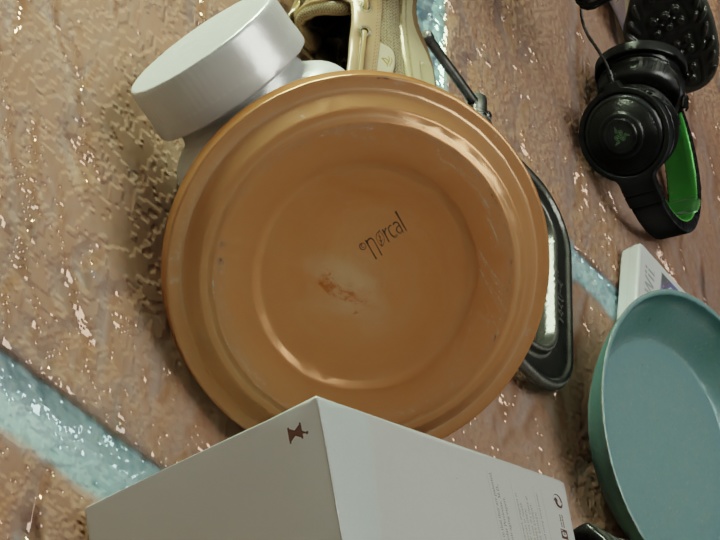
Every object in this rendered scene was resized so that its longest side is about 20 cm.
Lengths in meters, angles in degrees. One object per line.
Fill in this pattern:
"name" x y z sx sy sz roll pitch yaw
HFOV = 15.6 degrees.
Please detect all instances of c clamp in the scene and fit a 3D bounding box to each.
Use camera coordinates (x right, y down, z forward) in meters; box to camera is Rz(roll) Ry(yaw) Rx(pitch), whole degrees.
"c clamp" 0.084 -0.027 1.638 0.171 0.027 0.200 42 35 -42

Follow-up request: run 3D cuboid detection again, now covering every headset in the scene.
"headset" 0.203 -0.118 1.819 0.200 0.094 0.124 61 28 -28

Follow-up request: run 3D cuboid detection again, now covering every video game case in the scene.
"video game case" 0.237 0.093 1.786 0.200 0.018 0.143 45 36 -29

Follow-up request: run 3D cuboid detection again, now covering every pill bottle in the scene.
"pill bottle" -0.028 -0.040 1.385 0.200 0.109 0.110 55 31 -15

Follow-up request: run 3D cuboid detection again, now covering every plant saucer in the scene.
"plant saucer" 0.202 0.113 1.674 0.200 0.036 0.201 22 60 -43
"plant saucer" 0.000 0.000 1.325 0.200 0.200 0.032 54 -4 -16

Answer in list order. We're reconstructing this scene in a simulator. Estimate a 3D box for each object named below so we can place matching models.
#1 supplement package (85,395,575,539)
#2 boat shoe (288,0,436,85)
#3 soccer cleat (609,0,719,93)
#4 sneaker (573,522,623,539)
"supplement package" 0.001 0.189 1.216 0.200 0.147 0.192 23 49 -49
"boat shoe" -0.006 -0.152 1.543 0.064 0.071 0.200 12 42 -27
"soccer cleat" 0.204 -0.222 1.935 0.200 0.068 0.073 54 15 -20
"sneaker" 0.121 0.217 1.473 0.084 0.077 0.200 38 32 -9
